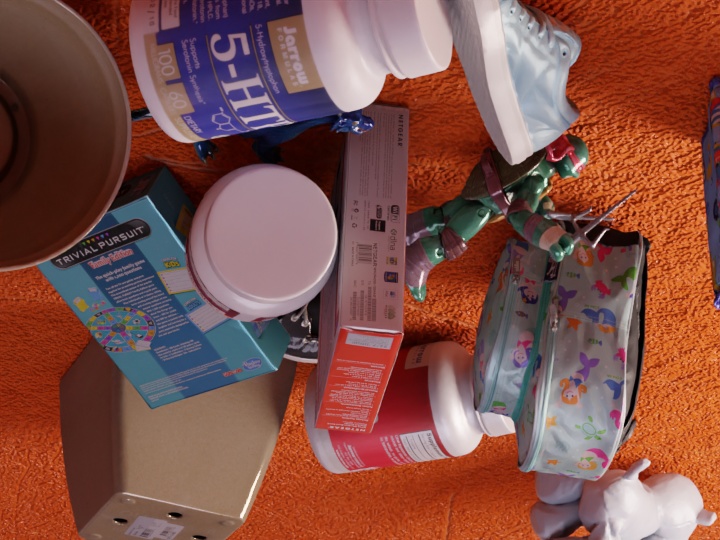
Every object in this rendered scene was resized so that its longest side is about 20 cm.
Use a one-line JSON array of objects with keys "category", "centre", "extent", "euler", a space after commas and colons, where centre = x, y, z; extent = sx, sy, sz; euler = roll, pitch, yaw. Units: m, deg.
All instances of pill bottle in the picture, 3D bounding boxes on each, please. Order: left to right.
[{"category": "pill bottle", "centre": [-0.077, -0.021, 1.223], "extent": [0.113, 0.116, 0.200], "euler": [7, 175, -8]}, {"category": "pill bottle", "centre": [-0.044, -0.161, 1.072], "extent": [0.197, 0.121, 0.120], "euler": [-9, 147, 19]}, {"category": "pill bottle", "centre": [0.053, 0.132, 1.561], "extent": [0.198, 0.114, 0.112], "euler": [-11, 147, 21]}]

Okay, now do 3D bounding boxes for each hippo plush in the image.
[{"category": "hippo plush", "centre": [0.295, 0.262, 1.775], "extent": [0.159, 0.159, 0.202], "euler": [2, 111, -35]}]

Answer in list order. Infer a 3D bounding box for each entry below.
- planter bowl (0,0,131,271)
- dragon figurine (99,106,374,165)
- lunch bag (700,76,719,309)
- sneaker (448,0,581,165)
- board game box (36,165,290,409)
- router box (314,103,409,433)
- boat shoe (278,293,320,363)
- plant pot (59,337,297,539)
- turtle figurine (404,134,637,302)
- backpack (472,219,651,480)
[{"category": "planter bowl", "centre": [-0.280, -0.102, 1.148], "extent": [0.198, 0.203, 0.134], "euler": [18, 173, -25]}, {"category": "dragon figurine", "centre": [-0.090, -0.128, 1.190], "extent": [0.197, 0.060, 0.100], "euler": [10, 148, -13]}, {"category": "lunch bag", "centre": [0.361, -0.059, 1.183], "extent": [0.197, 0.152, 0.094], "euler": [-1, 149, 6]}, {"category": "sneaker", "centre": [0.111, -0.167, 1.122], "extent": [0.081, 0.074, 0.201], "euler": [-30, 142, -5]}, {"category": "board game box", "centre": [-0.177, 0.019, 1.385], "extent": [0.150, 0.047, 0.201], "euler": [-18, 120, 31]}, {"category": "router box", "centre": [0.000, 0.000, 1.261], "extent": [0.048, 0.202, 0.180], "euler": [5, 151, -6]}, {"category": "boat shoe", "centre": [-0.077, 0.033, 1.451], "extent": [0.197, 0.075, 0.061], "euler": [12, 154, 0]}, {"category": "plant pot", "centre": [-0.192, 0.179, 1.594], "extent": [0.198, 0.179, 0.200], "euler": [15, 147, -22]}, {"category": "turtle figurine", "centre": [0.122, -0.052, 1.270], "extent": [0.198, 0.102, 0.150], "euler": [-26, -174, 17]}, {"category": "backpack", "centre": [0.173, 0.074, 1.360], "extent": [0.148, 0.203, 0.178], "euler": [4, 155, -2]}]
